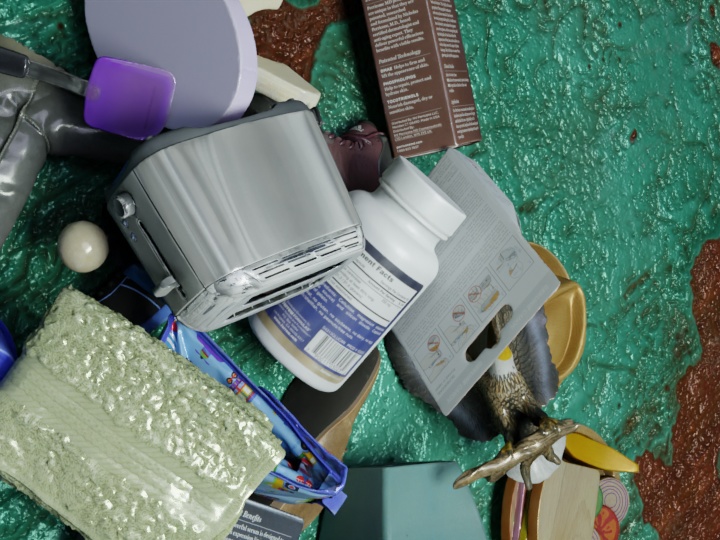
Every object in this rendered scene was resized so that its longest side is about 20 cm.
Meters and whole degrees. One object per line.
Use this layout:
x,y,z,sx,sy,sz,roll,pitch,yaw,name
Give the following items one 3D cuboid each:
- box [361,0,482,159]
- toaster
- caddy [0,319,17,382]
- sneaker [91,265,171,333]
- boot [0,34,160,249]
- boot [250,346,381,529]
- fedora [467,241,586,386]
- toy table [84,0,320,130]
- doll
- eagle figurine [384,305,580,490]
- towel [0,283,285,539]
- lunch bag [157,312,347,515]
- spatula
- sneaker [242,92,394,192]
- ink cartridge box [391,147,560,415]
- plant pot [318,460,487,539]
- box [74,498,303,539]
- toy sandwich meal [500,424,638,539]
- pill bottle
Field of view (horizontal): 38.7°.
0.058,-0.217,1.016,0.100,0.074,0.203,-24,105,-67,box
-0.084,-0.042,0.776,0.199,0.113,0.131,-22,82,-40,toaster
-0.340,0.092,0.737,0.198,0.105,0.143,-7,116,-35,caddy
-0.186,0.009,0.869,0.199,0.070,0.079,-33,100,-36,sneaker
-0.269,-0.062,0.809,0.180,0.072,0.202,26,67,-17,boot
-0.039,0.158,0.970,0.201,0.073,0.076,-55,134,-18,boot
0.188,0.064,1.109,0.198,0.081,0.204,2,87,-35,fedora
-0.126,-0.187,0.843,0.116,0.184,0.201,-4,52,-54,toy table
-0.147,-0.031,0.834,0.198,0.048,0.139,-10,81,-32,doll
0.130,0.101,0.998,0.150,0.201,0.152,7,127,-32,eagle figurine
-0.166,0.120,0.723,0.199,0.036,0.149,37,84,-6,towel
-0.098,0.139,0.830,0.199,0.151,0.095,35,68,-3,lunch bag
-0.241,-0.149,0.779,0.197,0.021,0.057,17,102,1,spatula
-0.035,-0.119,0.980,0.200,0.075,0.116,49,57,-33,sneaker
0.091,0.010,0.942,0.057,0.201,0.163,16,119,-46,ink cartridge box
0.041,0.285,0.970,0.140,0.141,0.203,2,80,-34,plant pot
-0.156,0.267,0.814,0.107,0.147,0.203,34,69,-45,box
0.239,0.264,1.144,0.203,0.070,0.209,2,87,-34,toy sandwich meal
0.000,0.000,0.918,0.111,0.111,0.200,37,100,-27,pill bottle
